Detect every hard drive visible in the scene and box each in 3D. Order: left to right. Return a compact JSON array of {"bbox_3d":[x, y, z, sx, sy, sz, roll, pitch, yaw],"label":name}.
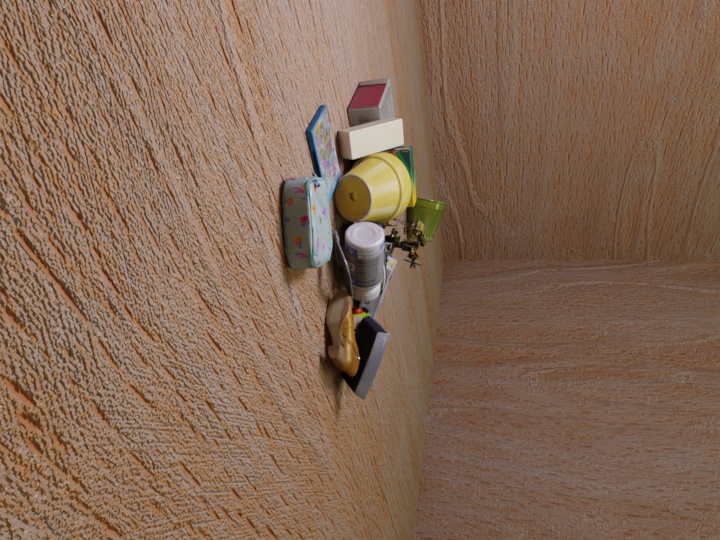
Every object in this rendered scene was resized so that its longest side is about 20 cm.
[{"bbox_3d":[0.008,0.244,1.500,0.135,0.041,0.206,38,-70,57],"label":"hard drive"}]

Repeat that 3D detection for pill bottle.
[{"bbox_3d":[0.012,-0.021,1.479,0.116,0.109,0.205,-71,165,-49],"label":"pill bottle"}]

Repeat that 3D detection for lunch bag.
[{"bbox_3d":[-0.113,-0.113,1.189,0.160,0.074,0.209,-32,121,-72],"label":"lunch bag"}]

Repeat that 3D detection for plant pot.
[{"bbox_3d":[0.023,-0.227,1.520,0.187,0.194,0.209,-28,118,-54],"label":"plant pot"},{"bbox_3d":[0.309,-0.249,2.596,0.200,0.193,0.201,-11,112,-74],"label":"plant pot"}]

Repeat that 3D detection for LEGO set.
[{"bbox_3d":[0.123,-0.090,1.753,0.157,0.193,0.118,103,4,-48],"label":"LEGO set"}]

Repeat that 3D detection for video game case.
[{"bbox_3d":[-0.093,-0.301,1.371,0.146,0.017,0.205,-73,158,-48],"label":"video game case"}]

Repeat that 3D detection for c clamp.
[{"bbox_3d":[-0.052,-0.031,1.412,0.203,0.026,0.174,83,-16,-56],"label":"c clamp"}]

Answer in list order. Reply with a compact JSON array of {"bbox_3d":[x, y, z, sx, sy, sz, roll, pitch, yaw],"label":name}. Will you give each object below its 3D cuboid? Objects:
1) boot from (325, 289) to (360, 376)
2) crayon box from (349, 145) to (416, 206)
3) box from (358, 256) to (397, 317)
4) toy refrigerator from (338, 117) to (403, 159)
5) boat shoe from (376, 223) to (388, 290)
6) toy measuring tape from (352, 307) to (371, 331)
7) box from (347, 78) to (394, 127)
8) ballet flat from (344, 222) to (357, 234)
[{"bbox_3d":[-0.041,0.175,1.446,0.145,0.068,0.209,52,38,-57],"label":"boot"},{"bbox_3d":[0.071,-0.289,1.644,0.059,0.192,0.179,-57,144,-61],"label":"crayon box"},{"bbox_3d":[0.050,0.061,1.692,0.117,0.058,0.206,-48,159,-69],"label":"box"},{"bbox_3d":[0.031,-0.390,1.547,0.195,0.069,0.079,-24,119,-30],"label":"toy refrigerator"},{"bbox_3d":[0.054,-0.042,1.567,0.065,0.073,0.207,-32,117,-42],"label":"boat shoe"},{"bbox_3d":[-0.038,0.149,1.544,0.197,0.072,0.077,-8,98,-52],"label":"toy measuring tape"},{"bbox_3d":[0.038,-0.506,1.684,0.204,0.105,0.131,-73,157,-47],"label":"box"},{"bbox_3d":[-0.012,-0.111,1.590,0.199,0.063,0.074,-32,119,-69],"label":"ballet flat"}]
